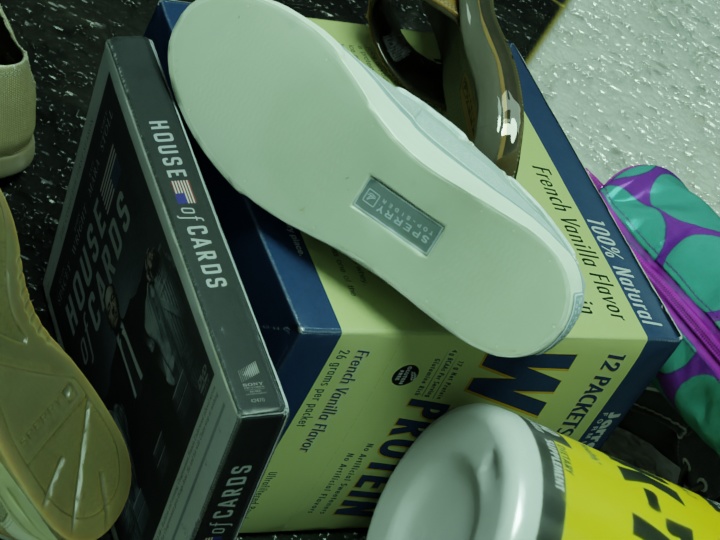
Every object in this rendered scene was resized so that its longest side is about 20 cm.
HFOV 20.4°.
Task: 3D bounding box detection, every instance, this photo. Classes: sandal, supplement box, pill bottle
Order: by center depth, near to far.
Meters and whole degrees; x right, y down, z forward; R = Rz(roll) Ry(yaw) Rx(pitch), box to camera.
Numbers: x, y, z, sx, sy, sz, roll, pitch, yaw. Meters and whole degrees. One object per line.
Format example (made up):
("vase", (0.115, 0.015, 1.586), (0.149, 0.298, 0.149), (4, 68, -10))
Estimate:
("pill bottle", (0.109, 0.141, 0.844), (0.199, 0.114, 0.115), (24, 37, -26))
("sandal", (0.032, -0.105, 0.897), (0.054, 0.082, 0.201), (-3, 52, -7))
("supplement box", (0.000, 0.000, 0.915), (0.198, 0.135, 0.201), (2, 46, -33))

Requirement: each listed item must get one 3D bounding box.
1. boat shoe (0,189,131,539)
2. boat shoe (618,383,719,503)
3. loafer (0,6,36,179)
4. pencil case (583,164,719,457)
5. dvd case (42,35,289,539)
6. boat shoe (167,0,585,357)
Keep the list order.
("boat shoe", (-0.160, 0.019, 0.760), (0.073, 0.063, 0.202), (-50, 119, -43))
("boat shoe", (0.190, 0.099, 0.978), (0.199, 0.070, 0.067), (21, 74, 24))
("loafer", (-0.212, -0.132, 0.967), (0.076, 0.068, 0.200), (-19, 61, -46))
("pencil case", (0.167, 0.033, 0.914), (0.092, 0.085, 0.200), (33, 12, -43))
("dvd case", (-0.086, 0.028, 0.812), (0.025, 0.151, 0.201), (-3, 48, -25))
("boat shoe", (0.008, -0.037, 0.807), (0.200, 0.070, 0.071), (40, 12, 10))
